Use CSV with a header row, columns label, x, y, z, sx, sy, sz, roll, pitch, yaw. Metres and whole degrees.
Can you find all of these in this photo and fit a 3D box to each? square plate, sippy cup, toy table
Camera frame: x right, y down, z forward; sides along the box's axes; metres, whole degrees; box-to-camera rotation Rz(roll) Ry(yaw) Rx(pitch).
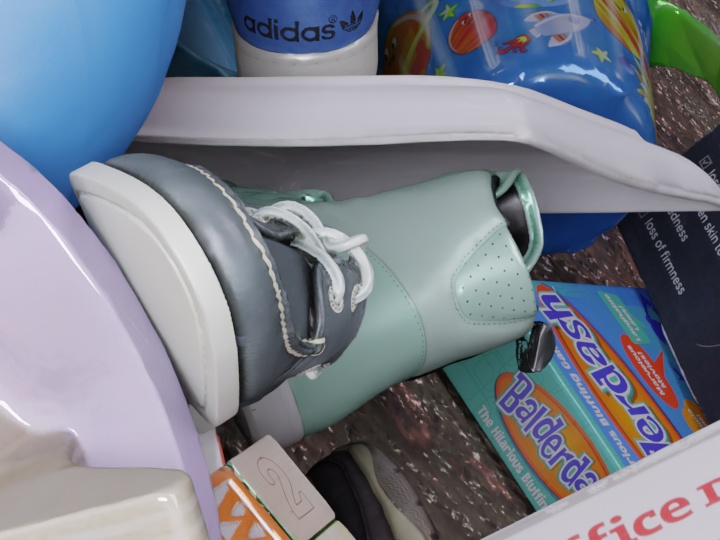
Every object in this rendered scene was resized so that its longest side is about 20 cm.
label,x,y,z,sx,sy,sz,roll,pitch,yaw
square plate,0.009,-0.044,0.968,0.200,0.197,0.029,12,81,-62
sippy cup,0.071,-0.079,1.181,0.140,0.177,0.131,55,14,-34
toy table,-0.107,0.066,0.612,0.201,0.183,0.117,62,16,-5

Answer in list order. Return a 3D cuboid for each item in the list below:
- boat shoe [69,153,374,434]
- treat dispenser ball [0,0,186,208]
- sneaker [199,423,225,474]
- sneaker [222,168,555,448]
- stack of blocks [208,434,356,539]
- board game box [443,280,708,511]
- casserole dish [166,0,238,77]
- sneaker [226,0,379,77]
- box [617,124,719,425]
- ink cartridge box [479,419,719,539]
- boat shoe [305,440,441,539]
label,x,y,z,sx,sy,sz,roll,pitch,yaw
boat shoe,-0.031,-0.001,0.706,0.073,0.062,0.200,60,-7,6
treat dispenser ball,-0.146,-0.090,0.739,0.201,0.201,0.201,39,25,-21
sneaker,-0.075,0.082,0.786,0.093,0.070,0.200,3,49,-38
sneaker,0.000,0.000,0.911,0.200,0.118,0.074,-129,-160,-71
stack of blocks,-0.009,0.159,0.701,0.200,0.115,0.059,50,23,4
board game box,0.127,0.077,1.163,0.152,0.045,0.200,57,24,19
casserole dish,-0.088,-0.131,1.117,0.121,0.039,0.200,14,39,-53
sneaker,-0.029,-0.155,1.041,0.076,0.112,0.200,-3,30,-2
box,0.243,0.004,1.177,0.124,0.196,0.200,31,28,-39
ink cartridge box,0.131,0.137,0.749,0.085,0.145,0.200,62,2,-45
boat shoe,0.004,0.125,0.812,0.200,0.073,0.075,-115,180,-56
